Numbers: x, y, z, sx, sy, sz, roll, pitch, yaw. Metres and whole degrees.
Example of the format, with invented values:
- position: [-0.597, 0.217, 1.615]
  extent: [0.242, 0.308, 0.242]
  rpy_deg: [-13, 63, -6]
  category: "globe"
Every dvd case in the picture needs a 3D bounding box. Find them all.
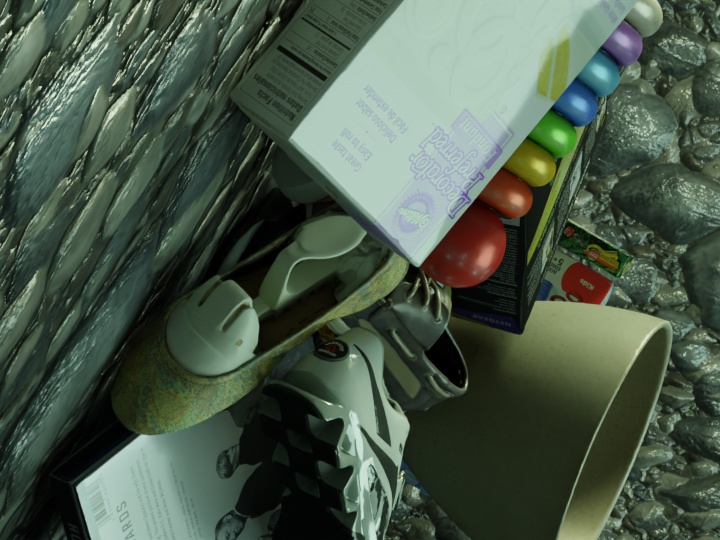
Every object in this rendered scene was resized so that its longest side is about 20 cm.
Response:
- position: [-0.087, 0.126, 1.425]
  extent: [0.200, 0.025, 0.151]
  rpy_deg: [-38, 128, -38]
  category: "dvd case"

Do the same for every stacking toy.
- position: [0.090, -0.083, 1.414]
  extent: [0.200, 0.085, 0.085]
  rpy_deg: [-60, 173, -2]
  category: "stacking toy"

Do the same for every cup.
- position: [0.105, 0.101, 1.674]
  extent: [0.201, 0.143, 0.201]
  rpy_deg: [-58, 162, -31]
  category: "cup"

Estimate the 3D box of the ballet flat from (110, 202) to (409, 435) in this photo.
- position: [-0.054, 0.017, 1.367]
  extent: [0.200, 0.071, 0.071]
  rpy_deg: [-32, 161, -22]
  category: "ballet flat"

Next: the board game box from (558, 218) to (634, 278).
- position: [0.106, -0.052, 1.796]
  extent: [0.024, 0.200, 0.105]
  rpy_deg: [-60, 172, 6]
  category: "board game box"

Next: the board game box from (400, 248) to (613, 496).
- position: [0.050, 0.046, 1.802]
  extent: [0.196, 0.200, 0.056]
  rpy_deg: [-58, 174, -15]
  category: "board game box"

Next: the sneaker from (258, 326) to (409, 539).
- position: [-0.003, 0.119, 1.431]
  extent: [0.088, 0.074, 0.200]
  rpy_deg: [-42, 146, -37]
  category: "sneaker"

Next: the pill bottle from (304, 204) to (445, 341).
- position: [0.000, 0.000, 1.628]
  extent: [0.111, 0.111, 0.200]
  rpy_deg: [-54, 171, -39]
  category: "pill bottle"

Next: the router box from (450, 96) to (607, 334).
- position: [0.112, -0.085, 1.606]
  extent: [0.157, 0.052, 0.200]
  rpy_deg: [88, 22, -50]
  category: "router box"

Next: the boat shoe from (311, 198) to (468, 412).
- position: [0.020, 0.014, 1.508]
  extent: [0.200, 0.073, 0.075]
  rpy_deg: [66, 22, -52]
  category: "boat shoe"

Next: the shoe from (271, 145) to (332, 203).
- position: [0.039, -0.097, 1.454]
  extent: [0.200, 0.071, 0.091]
  rpy_deg: [-50, 131, -12]
  category: "shoe"

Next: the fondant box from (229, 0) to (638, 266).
- position: [0.045, -0.120, 1.300]
  extent: [0.200, 0.058, 0.144]
  rpy_deg: [-50, 139, -2]
  category: "fondant box"

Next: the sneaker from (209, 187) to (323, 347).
- position: [-0.048, 0.034, 1.514]
  extent: [0.070, 0.090, 0.200]
  rpy_deg: [-53, 170, -44]
  category: "sneaker"
